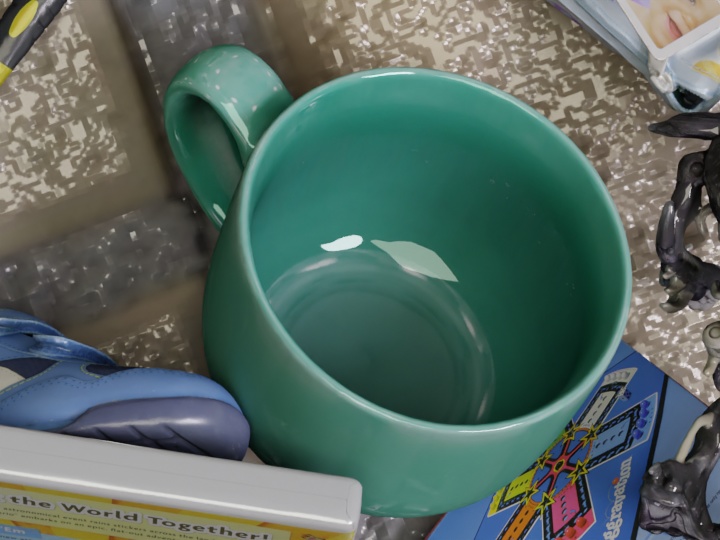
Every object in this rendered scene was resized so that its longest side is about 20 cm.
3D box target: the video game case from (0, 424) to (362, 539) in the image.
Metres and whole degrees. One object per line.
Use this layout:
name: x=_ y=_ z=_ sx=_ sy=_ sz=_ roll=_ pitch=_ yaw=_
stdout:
video game case: x=-0.107 y=0.109 z=0.833 sx=0.199 sy=0.182 sz=0.023 roll=9 pitch=61 yaw=-2

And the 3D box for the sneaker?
sneaker: x=-0.131 y=0.048 z=0.838 sx=0.199 sy=0.074 sz=0.083 roll=-4 pitch=58 yaw=27

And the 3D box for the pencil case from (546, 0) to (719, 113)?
pencil case: x=0.079 y=-0.146 z=0.854 sx=0.200 sy=0.083 sz=0.091 roll=36 pitch=76 yaw=-4

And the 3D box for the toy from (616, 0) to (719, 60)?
toy: x=0.152 y=-0.170 z=0.815 sx=0.199 sy=0.047 sz=0.115 roll=-31 pitch=83 yaw=-28

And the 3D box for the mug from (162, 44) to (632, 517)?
mug: x=0.011 y=0.003 z=0.844 sx=0.151 sy=0.115 sz=0.186 roll=-7 pitch=63 yaw=-19

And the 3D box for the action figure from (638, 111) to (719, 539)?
action figure: x=0.161 y=0.008 z=0.828 sx=0.118 sy=0.102 sz=0.201 roll=11 pitch=93 yaw=27

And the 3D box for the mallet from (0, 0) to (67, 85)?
mallet: x=-0.159 y=-0.085 z=0.879 sx=0.066 sy=0.041 sz=0.201 roll=29 pitch=89 yaw=-2

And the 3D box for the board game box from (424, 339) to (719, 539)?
board game box: x=0.075 y=0.130 z=0.889 sx=0.103 sy=0.019 sz=0.200 roll=39 pitch=94 yaw=22
